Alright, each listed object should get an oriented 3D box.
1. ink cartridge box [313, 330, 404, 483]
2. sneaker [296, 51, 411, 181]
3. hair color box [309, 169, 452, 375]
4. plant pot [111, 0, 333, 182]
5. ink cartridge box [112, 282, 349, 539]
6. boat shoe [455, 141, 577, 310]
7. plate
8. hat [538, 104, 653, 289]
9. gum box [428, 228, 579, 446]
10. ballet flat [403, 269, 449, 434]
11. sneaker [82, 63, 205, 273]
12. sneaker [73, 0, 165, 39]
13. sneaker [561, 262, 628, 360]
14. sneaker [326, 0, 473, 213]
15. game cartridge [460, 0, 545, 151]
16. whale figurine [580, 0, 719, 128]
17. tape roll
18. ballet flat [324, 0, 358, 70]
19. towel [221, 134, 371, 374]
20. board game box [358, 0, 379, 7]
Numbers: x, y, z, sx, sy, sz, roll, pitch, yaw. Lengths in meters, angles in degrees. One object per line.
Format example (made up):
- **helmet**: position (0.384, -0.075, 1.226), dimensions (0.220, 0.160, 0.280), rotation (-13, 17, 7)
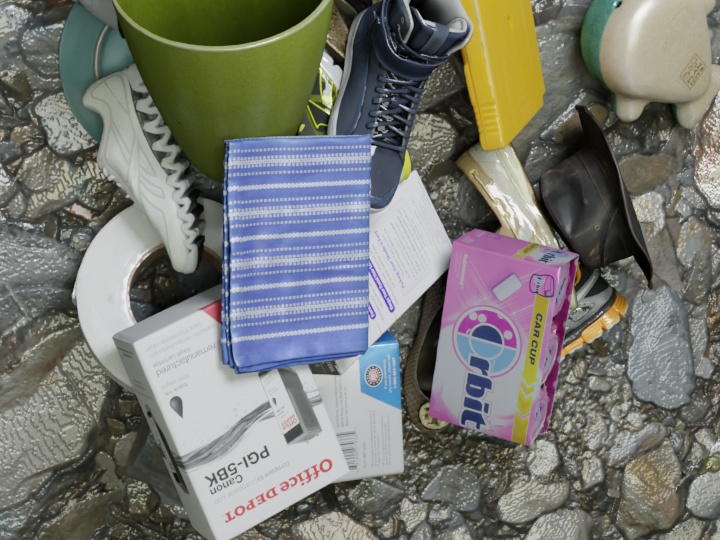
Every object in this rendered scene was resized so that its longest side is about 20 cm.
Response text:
- **ink cartridge box**: position (-0.062, 0.141, 1.272), dimensions (0.198, 0.084, 0.146), rotation (-6, 105, -12)
- **sneaker**: position (-0.040, -0.141, 1.177), dimensions (0.200, 0.074, 0.085), rotation (43, 63, -4)
- **hair color box**: position (0.000, 0.000, 1.215), dimensions (0.200, 0.064, 0.110), rotation (-43, 115, -36)
- **plant pot**: position (-0.112, -0.177, 1.074), dimensions (0.185, 0.188, 0.201), rotation (-13, 142, -11)
- **ink cartridge box**: position (-0.115, 0.122, 1.119), dimensions (0.146, 0.083, 0.202), rotation (-26, 102, -21)
- **boat shoe**: position (0.162, -0.043, 1.281), dimensions (0.066, 0.074, 0.201), rotation (-26, 88, 6)
- **plate**: position (-0.187, -0.196, 1.180), dimensions (0.198, 0.026, 0.202), rotation (-4, 106, -15)
- **hat**: position (0.229, -0.063, 1.252), dimensions (0.080, 0.201, 0.202), rotation (-21, 110, 9)
- **gum box**: position (0.142, 0.072, 1.241), dimensions (0.113, 0.066, 0.202), rotation (15, 110, 23)
- **ballet flat**: position (0.088, 0.082, 1.316), dimensions (0.067, 0.046, 0.202), rotation (6, 103, -16)
- **sneaker**: position (-0.199, -0.091, 1.154), dimensions (0.080, 0.075, 0.202), rotation (-17, 94, 1)
- **sneaker**: position (-0.206, -0.314, 1.114), dimensions (0.114, 0.075, 0.202), rotation (23, 85, -8)
- **sneaker**: position (0.189, 0.068, 1.331), dimensions (0.199, 0.078, 0.078), rotation (-36, 95, -5)
- **sneaker**: position (0.035, -0.161, 1.102), dimensions (0.076, 0.146, 0.205), rotation (9, 78, -26)
- **game cartridge**: position (0.130, -0.235, 1.184), dimensions (0.032, 0.176, 0.202), rotation (-4, 110, 24)
- **whale figurine**: position (0.303, -0.227, 1.275), dimensions (0.199, 0.104, 0.160), rotation (29, 96, -44)
- **tape roll**: position (-0.174, 0.027, 1.190), dimensions (0.201, 0.037, 0.205), rotation (3, 76, -10)
- **ballet flat**: position (-0.007, -0.207, 1.205), dimensions (0.065, 0.070, 0.201), rotation (-45, 116, -18)
- **towel**: position (-0.053, -0.015, 1.072), dimensions (0.144, 0.024, 0.202), rotation (-5, 102, -29)
- **board game box**: position (0.028, -0.313, 1.111), dimensions (0.034, 0.200, 0.136), rotation (30, 96, -1)
